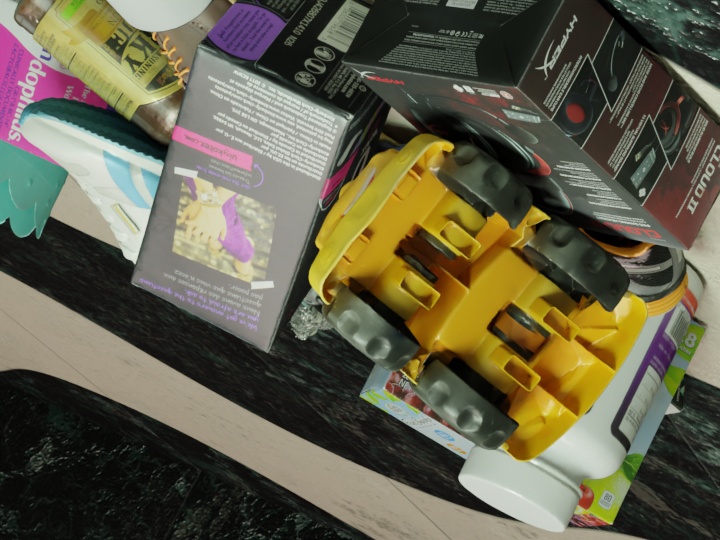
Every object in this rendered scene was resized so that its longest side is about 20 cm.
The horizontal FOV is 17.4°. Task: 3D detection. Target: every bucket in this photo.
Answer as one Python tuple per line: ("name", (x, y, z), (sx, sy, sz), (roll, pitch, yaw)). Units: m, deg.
("bucket", (-0.318, -0.133, 1.941), (0.207, 0.135, 0.207), (26, 166, 7))

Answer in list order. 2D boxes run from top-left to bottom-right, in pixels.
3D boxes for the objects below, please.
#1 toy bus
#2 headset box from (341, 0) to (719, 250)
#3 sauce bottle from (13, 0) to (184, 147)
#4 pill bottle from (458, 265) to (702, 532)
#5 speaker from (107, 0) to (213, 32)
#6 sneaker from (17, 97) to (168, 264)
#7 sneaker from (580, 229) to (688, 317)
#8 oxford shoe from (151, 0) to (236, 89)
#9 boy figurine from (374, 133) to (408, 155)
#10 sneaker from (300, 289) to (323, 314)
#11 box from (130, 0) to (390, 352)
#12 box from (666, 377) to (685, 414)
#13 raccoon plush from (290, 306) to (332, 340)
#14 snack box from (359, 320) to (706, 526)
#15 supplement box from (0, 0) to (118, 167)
("toy bus", (0.044, -0.007, 1.415), (0.200, 0.136, 0.192), (38, -178, -32))
("headset box", (0.111, -0.090, 1.356), (0.149, 0.075, 0.200), (15, 162, 47))
("sauce bottle", (-0.142, -0.130, 1.600), (0.200, 0.065, 0.065), (40, 167, -1))
("pill bottle", (0.148, 0.075, 1.633), (0.111, 0.200, 0.111), (26, 166, 7))
("speaker", (-0.156, -0.223, 1.381), (0.081, 0.081, 0.200), (19, 165, 33))
("sneaker", (-0.150, -0.049, 1.618), (0.200, 0.081, 0.077), (30, -164, -12))
("sneaker", (0.125, -0.042, 1.544), (0.200, 0.078, 0.077), (21, 153, 13))
("oxford shoe", (-0.111, -0.159, 1.551), (0.200, 0.073, 0.071), (27, 167, 4))
("boy figurine", (0.000, -0.073, 1.683), (0.200, 0.064, 0.124), (13, 163, 40))
("sneaker", (0.000, 0.000, 1.660), (0.200, 0.079, 0.075), (16, 165, 28))
("box", (-0.055, -0.071, 1.473), (0.106, 0.122, 0.200), (27, 131, 6))
("box", (0.145, 0.068, 1.876), (0.144, 0.036, 0.200), (-17, 141, 37))
("raccoon plush", (-0.068, -0.035, 1.803), (0.200, 0.134, 0.097), (24, 168, 18))
("snack box", (0.127, 0.067, 1.722), (0.200, 0.169, 0.068), (32, 164, -11))
("supplement box", (-0.222, -0.143, 1.714), (0.200, 0.101, 0.103), (23, -166, 16))
